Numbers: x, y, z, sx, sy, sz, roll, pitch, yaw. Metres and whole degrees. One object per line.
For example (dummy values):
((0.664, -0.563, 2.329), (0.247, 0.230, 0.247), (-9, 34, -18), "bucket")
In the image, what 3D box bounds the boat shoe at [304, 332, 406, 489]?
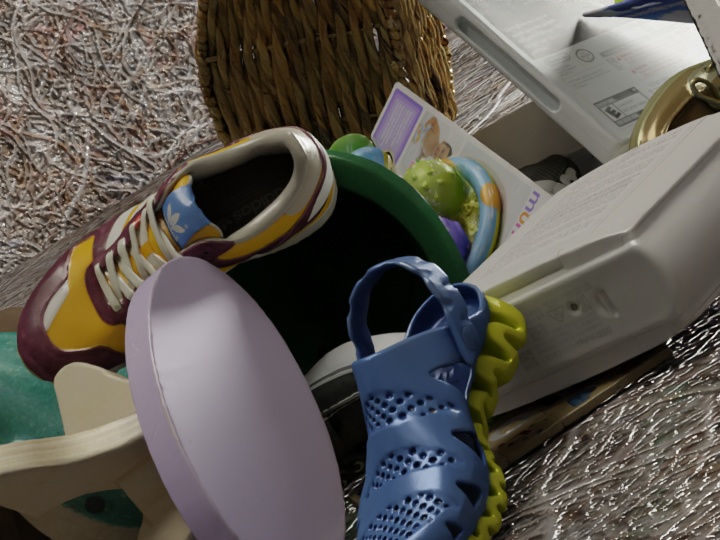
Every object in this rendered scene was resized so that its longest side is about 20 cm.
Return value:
((-0.025, 0.098, 1.626), (0.200, 0.069, 0.057), (-31, 39, 35), "boat shoe")

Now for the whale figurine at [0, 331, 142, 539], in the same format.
((-0.179, 0.072, 1.713), (0.104, 0.200, 0.159), (-55, 9, 27), "whale figurine")

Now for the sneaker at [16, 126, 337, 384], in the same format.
((-0.106, -0.014, 1.610), (0.200, 0.075, 0.090), (-36, -13, -1), "sneaker")

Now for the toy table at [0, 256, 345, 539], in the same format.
((-0.097, 0.103, 1.535), (0.117, 0.184, 0.200), (-38, 38, 27), "toy table")

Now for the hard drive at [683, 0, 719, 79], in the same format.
((0.260, -0.160, 1.732), (0.139, 0.038, 0.200), (-27, 48, 9), "hard drive")

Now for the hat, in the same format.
((0.000, 0.000, 1.744), (0.166, 0.200, 0.176), (-44, -8, 19), "hat")

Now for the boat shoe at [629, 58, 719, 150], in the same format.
((0.237, -0.105, 1.777), (0.200, 0.073, 0.063), (-38, 8, -33), "boat shoe")

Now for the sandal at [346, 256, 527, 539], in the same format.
((0.023, 0.068, 1.428), (0.079, 0.087, 0.200), (-26, 34, 26), "sandal")

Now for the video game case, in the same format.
((0.146, -0.151, 1.920), (0.200, 0.182, 0.023), (-24, -28, -51), "video game case")

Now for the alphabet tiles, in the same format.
((0.085, 0.071, 1.571), (0.200, 0.006, 0.166), (-34, 9, -8), "alphabet tiles")

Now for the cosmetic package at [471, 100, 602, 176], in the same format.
((0.114, -0.072, 2.011), (0.200, 0.051, 0.082), (-29, -17, 23), "cosmetic package")

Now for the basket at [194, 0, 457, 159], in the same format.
((-0.026, -0.149, 1.956), (0.142, 0.201, 0.149), (-7, 26, 13), "basket")

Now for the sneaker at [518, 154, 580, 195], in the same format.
((0.067, -0.035, 1.887), (0.200, 0.090, 0.067), (-43, -7, -45), "sneaker")

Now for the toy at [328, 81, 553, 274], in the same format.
((0.030, -0.031, 1.765), (0.115, 0.047, 0.200), (-63, 33, 11), "toy")

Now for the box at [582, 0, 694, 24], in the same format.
((0.254, -0.182, 1.898), (0.199, 0.048, 0.122), (2, -6, -24), "box")

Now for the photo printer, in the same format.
((0.137, -0.010, 1.580), (0.166, 0.070, 0.200), (-27, 10, 37), "photo printer")

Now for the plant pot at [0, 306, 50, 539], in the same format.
((-0.245, 0.111, 1.840), (0.175, 0.201, 0.200), (-40, 12, -37), "plant pot")
